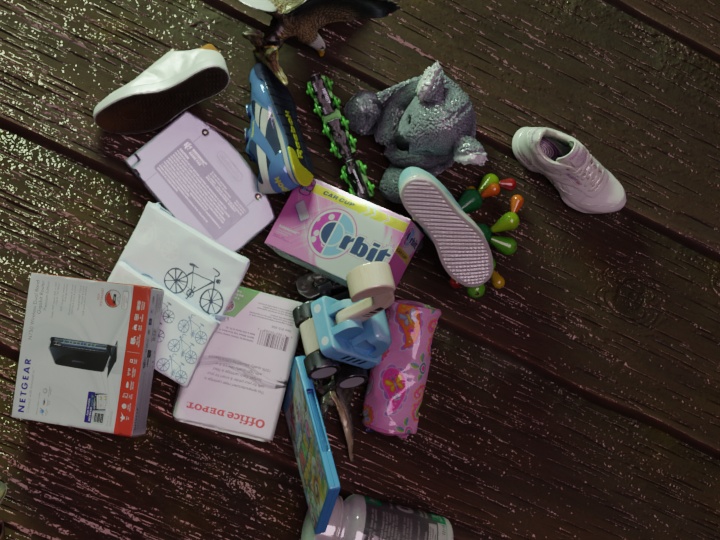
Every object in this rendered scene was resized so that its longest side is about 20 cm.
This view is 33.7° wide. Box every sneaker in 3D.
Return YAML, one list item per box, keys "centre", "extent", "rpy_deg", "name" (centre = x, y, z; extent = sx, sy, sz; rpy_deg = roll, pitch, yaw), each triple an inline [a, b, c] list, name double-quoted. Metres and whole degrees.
- centre: [0.121, -0.068, 1.655]
  extent: [0.074, 0.082, 0.200]
  rpy_deg: [-29, 116, 12]
  name: "sneaker"
- centre: [-0.281, -0.257, 1.669]
  extent: [0.199, 0.085, 0.073]
  rpy_deg: [-21, 138, 1]
  name: "sneaker"
- centre: [-0.132, -0.200, 1.681]
  extent: [0.082, 0.074, 0.201]
  rpy_deg: [-24, 69, 26]
  name: "sneaker"
- centre: [0.320, -0.147, 1.778]
  extent: [0.200, 0.100, 0.075]
  rpy_deg: [31, 81, -12]
  name: "sneaker"

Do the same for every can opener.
- centre: [0.000, 0.000, 1.737]
  extent: [0.199, 0.053, 0.067]
  rpy_deg: [-25, 127, -12]
  name: "can opener"

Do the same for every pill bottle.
- centre: [0.022, 0.386, 1.698]
  extent: [0.199, 0.113, 0.114]
  rpy_deg: [17, 86, -13]
  name: "pill bottle"

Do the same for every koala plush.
- centre: [0.102, -0.209, 1.677]
  extent: [0.183, 0.200, 0.178]
  rpy_deg: [-29, 95, -12]
  name: "koala plush"

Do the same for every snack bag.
- centre: [-0.263, 0.030, 1.627]
  extent: [0.188, 0.021, 0.201]
  rpy_deg: [30, 92, 18]
  name: "snack bag"

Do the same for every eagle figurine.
- centre: [-0.067, -0.364, 1.682]
  extent: [0.200, 0.151, 0.152]
  rpy_deg: [-38, 83, 0]
  name: "eagle figurine"

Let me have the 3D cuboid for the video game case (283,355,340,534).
- centre: [-0.069, 0.238, 1.619]
  extent: [0.018, 0.143, 0.201]
  rpy_deg: [-7, 56, -16]
  name: "video game case"

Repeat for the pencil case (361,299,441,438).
- centre: [0.059, 0.143, 1.727]
  extent: [0.087, 0.087, 0.201]
  rpy_deg: [11, 88, -12]
  name: "pencil case"

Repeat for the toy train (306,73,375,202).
- centre: [-0.028, -0.190, 1.720]
  extent: [0.042, 0.056, 0.201]
  rpy_deg: [-22, 95, 3]
  name: "toy train"

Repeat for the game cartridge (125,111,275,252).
- centre: [-0.220, -0.119, 1.687]
  extent: [0.133, 0.040, 0.200]
  rpy_deg: [-40, 98, -7]
  name: "game cartridge"

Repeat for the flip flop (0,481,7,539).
- centre: [-0.510, 0.380, 1.600]
  extent: [0.057, 0.081, 0.201]
  rpy_deg: [16, 87, -29]
  name: "flip flop"

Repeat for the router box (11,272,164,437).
- centre: [-0.368, 0.113, 1.608]
  extent: [0.179, 0.049, 0.201]
  rpy_deg: [6, 88, 13]
  name: "router box"

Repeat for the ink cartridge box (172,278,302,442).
- centre: [-0.172, 0.126, 1.669]
  extent: [0.146, 0.083, 0.201]
  rpy_deg: [16, 86, -10]
  name: "ink cartridge box"

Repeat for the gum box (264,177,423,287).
- centre: [-0.028, -0.046, 1.669]
  extent: [0.199, 0.066, 0.114]
  rpy_deg: [24, 82, 25]
  name: "gum box"

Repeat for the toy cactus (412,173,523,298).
- centre: [0.152, -0.062, 1.738]
  extent: [0.164, 0.102, 0.201]
  rpy_deg: [19, 77, -18]
  name: "toy cactus"

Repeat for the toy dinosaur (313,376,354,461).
- centre: [-0.040, 0.182, 1.710]
  extent: [0.088, 0.047, 0.201]
  rpy_deg: [-5, 91, -46]
  name: "toy dinosaur"

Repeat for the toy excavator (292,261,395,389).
- centre: [-0.002, 0.061, 1.566]
  extent: [0.200, 0.194, 0.100]
  rpy_deg: [-29, 60, 27]
  name: "toy excavator"
